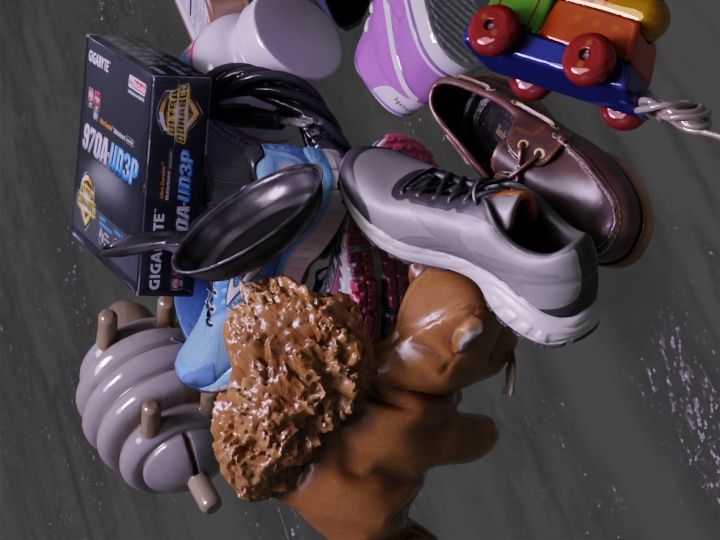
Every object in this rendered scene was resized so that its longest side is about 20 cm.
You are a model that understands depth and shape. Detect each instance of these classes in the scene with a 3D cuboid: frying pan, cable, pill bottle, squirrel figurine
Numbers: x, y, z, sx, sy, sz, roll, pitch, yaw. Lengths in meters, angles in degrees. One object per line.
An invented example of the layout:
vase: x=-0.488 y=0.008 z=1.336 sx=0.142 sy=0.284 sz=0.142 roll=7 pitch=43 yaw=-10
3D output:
frying pan: x=-0.101 y=-0.015 z=1.362 sx=0.190 sy=0.031 sz=0.115 roll=-25 pitch=22 yaw=23
cable: x=-0.085 y=-0.062 z=1.567 sx=0.200 sy=0.163 sz=0.051 roll=-41 pitch=8 yaw=44
pill bottle: x=-0.102 y=-0.129 z=1.634 sx=0.200 sy=0.108 sz=0.109 roll=-41 pitch=50 yaw=42
squirrel figurine: x=0.006 y=0.073 z=1.347 sx=0.187 sy=0.199 sz=0.142 roll=-55 pitch=34 yaw=28

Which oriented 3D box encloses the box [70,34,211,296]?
box: x=-0.164 y=-0.081 z=1.546 sx=0.200 sy=0.046 sz=0.160 roll=-144 pitch=58 yaw=-64

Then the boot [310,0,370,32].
boot: x=-0.024 y=-0.257 z=1.507 sx=0.097 sy=0.075 sz=0.200 roll=48 pitch=160 yaw=17

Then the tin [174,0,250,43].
tin: x=-0.135 y=-0.254 z=1.722 sx=0.112 sy=0.042 sz=0.201 roll=92 pitch=157 yaw=-62

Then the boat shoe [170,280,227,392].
boat shoe: x=-0.088 y=0.071 z=1.548 sx=0.069 sy=0.084 sz=0.201 roll=79 pitch=170 yaw=-59

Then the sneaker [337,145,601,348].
sneaker: x=0.071 y=-0.034 z=1.307 sx=0.200 sy=0.074 sz=0.080 roll=31 pitch=138 yaw=28

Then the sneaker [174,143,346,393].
sneaker: x=-0.088 y=-0.008 z=1.458 sx=0.201 sy=0.090 sz=0.078 roll=-63 pitch=28 yaw=19

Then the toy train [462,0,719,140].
toy train: x=0.171 y=-0.150 z=1.286 sx=0.199 sy=0.085 sz=0.116 roll=21 pitch=82 yaw=32

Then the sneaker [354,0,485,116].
sneaker: x=0.026 y=-0.208 z=1.504 sx=0.114 sy=0.072 sz=0.201 roll=-37 pitch=52 yaw=51

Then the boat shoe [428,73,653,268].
boat shoe: x=0.109 y=-0.066 z=1.346 sx=0.200 sy=0.070 sz=0.071 roll=45 pitch=114 yaw=49

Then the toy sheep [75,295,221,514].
toy sheep: x=-0.156 y=0.105 z=1.636 sx=0.138 sy=0.137 sz=0.200 roll=-52 pitch=48 yaw=34

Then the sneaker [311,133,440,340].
sneaker: x=0.000 y=0.000 z=1.479 sx=0.075 sy=0.080 sz=0.201 roll=26 pitch=104 yaw=57
